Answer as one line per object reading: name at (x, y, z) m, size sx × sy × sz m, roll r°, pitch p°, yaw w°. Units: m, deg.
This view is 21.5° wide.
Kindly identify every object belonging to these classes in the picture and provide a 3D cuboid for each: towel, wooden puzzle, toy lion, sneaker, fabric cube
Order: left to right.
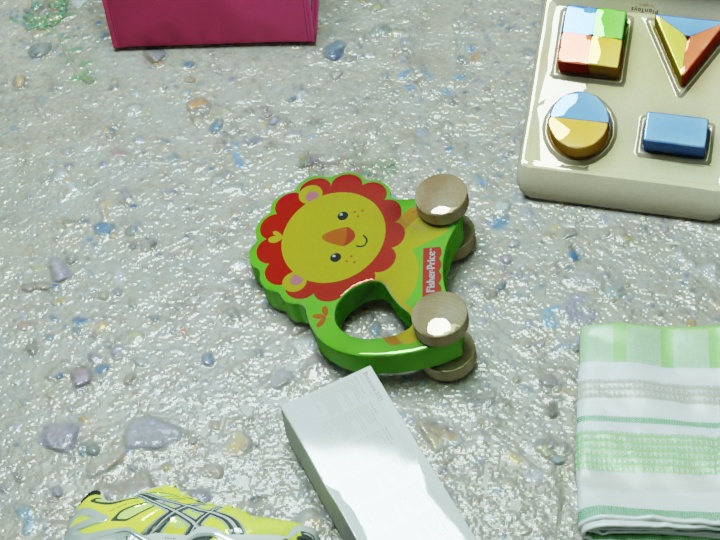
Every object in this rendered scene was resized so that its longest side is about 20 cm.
sneaker at (-0.129, 0.196, 1.433) m, size 0.198 × 0.076 × 0.077 m, roll 0°, pitch 52°, yaw 3°
fabric cube at (-0.143, -0.348, 1.787) m, size 0.197 × 0.201 × 0.197 m, roll 0°, pitch 52°, yaw 5°
toy lion at (0.000, 0.000, 1.593) m, size 0.190 × 0.069 × 0.201 m, roll -5°, pitch 51°, yaw 9°
wooden puzzle at (0.238, -0.155, 1.644) m, size 0.184 × 0.046 × 0.202 m, roll 8°, pitch 82°, yaw 10°
towel at (0.243, 0.122, 1.490) m, size 0.148 × 0.031 × 0.201 m, roll 1°, pitch 51°, yaw 5°

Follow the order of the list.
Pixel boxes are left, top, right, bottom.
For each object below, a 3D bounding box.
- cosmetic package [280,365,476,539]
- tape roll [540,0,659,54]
cosmetic package at (0.017, 0.173, 1.454) m, size 0.082 × 0.051 × 0.201 m, roll -23°, pitch 54°, yaw -11°
tape roll at (0.266, -0.249, 1.759) m, size 0.200 × 0.071 × 0.204 m, roll -3°, pitch 52°, yaw 3°
